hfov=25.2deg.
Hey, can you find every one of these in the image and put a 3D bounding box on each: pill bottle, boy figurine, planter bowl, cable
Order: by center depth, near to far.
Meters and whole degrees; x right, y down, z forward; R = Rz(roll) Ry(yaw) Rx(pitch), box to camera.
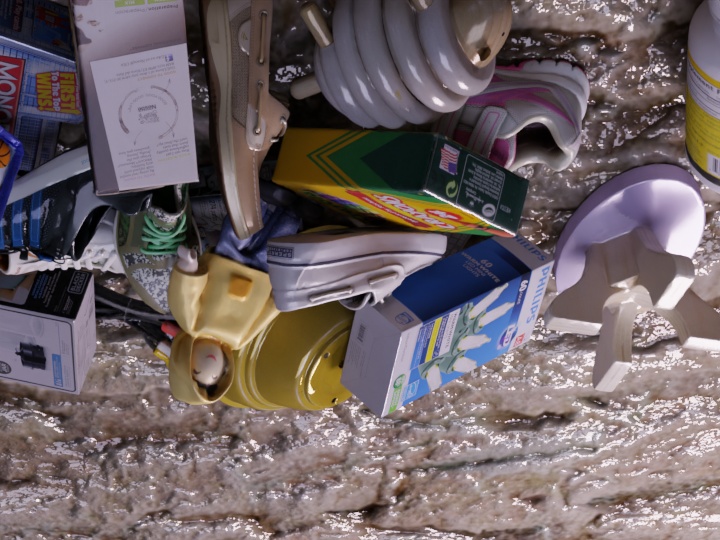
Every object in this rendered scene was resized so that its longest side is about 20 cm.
[{"bbox_3d":[0.316,-0.160,1.285,0.111,0.112,0.200,-7,140,4],"label":"pill bottle"},{"bbox_3d":[-0.112,0.017,1.351,0.124,0.064,0.201,29,87,-43],"label":"boy figurine"},{"bbox_3d":[-0.038,0.065,1.466,0.200,0.083,0.201,-31,142,-28],"label":"planter bowl"},{"bbox_3d":[-0.203,0.051,1.492,0.199,0.050,0.097,23,145,-4],"label":"cable"}]

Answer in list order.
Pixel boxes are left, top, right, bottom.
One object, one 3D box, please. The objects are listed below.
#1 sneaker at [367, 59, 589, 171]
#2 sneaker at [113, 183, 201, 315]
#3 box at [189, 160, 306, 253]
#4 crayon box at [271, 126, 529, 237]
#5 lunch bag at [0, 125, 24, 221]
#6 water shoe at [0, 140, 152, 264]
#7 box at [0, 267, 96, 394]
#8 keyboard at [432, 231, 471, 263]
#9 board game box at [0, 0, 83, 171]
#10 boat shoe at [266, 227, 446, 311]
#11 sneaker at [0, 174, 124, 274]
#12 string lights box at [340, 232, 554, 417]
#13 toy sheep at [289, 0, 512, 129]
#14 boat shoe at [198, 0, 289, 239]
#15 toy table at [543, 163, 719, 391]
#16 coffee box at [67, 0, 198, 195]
[{"bbox_3d":[0.096,-0.126,1.324,0.199,0.088,0.082,0,140,-5],"label":"sneaker"},{"bbox_3d":[-0.170,-0.046,1.341,0.077,0.089,0.201,-10,115,-9],"label":"sneaker"},{"bbox_3d":[-0.116,-0.016,1.475,0.136,0.040,0.200,-6,140,2],"label":"box"},{"bbox_3d":[0.020,-0.073,1.318,0.200,0.051,0.127,7,170,43],"label":"crayon box"},{"bbox_3d":[-0.369,-0.030,1.225,0.169,0.201,0.124,-7,145,28],"label":"lunch bag"},{"bbox_3d":[-0.261,-0.035,1.299,0.200,0.071,0.079,-29,92,18],"label":"water shoe"},{"bbox_3d":[-0.346,0.040,1.473,0.199,0.060,0.117,12,140,2],"label":"box"},{"bbox_3d":[0.053,-0.003,1.529,0.056,0.011,0.200,12,137,-19],"label":"keyboard"},{"bbox_3d":[-0.286,-0.148,1.286,0.199,0.062,0.200,8,139,-13],"label":"board game box"},{"bbox_3d":[0.000,0.000,1.350,0.072,0.066,0.200,6,-171,37],"label":"boat shoe"},{"bbox_3d":[-0.266,-0.019,1.402,0.199,0.085,0.073,21,149,-14],"label":"sneaker"},{"bbox_3d":[0.079,0.044,1.457,0.200,0.059,0.103,-24,140,-37],"label":"string lights box"},{"bbox_3d":[0.028,-0.173,1.237,0.199,0.138,0.138,-14,141,33],"label":"toy sheep"},{"bbox_3d":[-0.086,-0.124,1.267,0.064,0.071,0.201,-7,105,-10],"label":"boat shoe"},{"bbox_3d":[0.251,0.012,1.483,0.183,0.117,0.200,1,141,-5],"label":"toy table"},{"bbox_3d":[-0.170,-0.171,1.174,0.080,0.113,0.201,-8,120,-10],"label":"coffee box"}]
